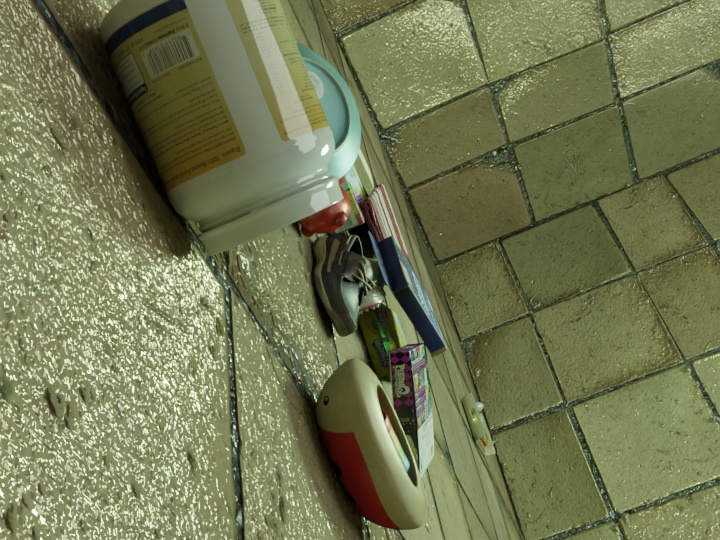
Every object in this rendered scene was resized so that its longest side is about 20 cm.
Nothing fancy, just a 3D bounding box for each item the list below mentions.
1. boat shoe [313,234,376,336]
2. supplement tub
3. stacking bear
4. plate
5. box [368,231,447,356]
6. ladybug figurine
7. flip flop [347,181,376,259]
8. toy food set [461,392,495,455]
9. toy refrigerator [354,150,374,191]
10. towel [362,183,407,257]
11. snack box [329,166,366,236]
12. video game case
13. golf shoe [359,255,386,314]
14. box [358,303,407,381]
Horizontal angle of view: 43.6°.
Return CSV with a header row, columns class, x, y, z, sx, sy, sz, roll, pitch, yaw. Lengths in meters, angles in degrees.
class,x,y,z,sx,sy,sz,roll,pitch,yaw
boat shoe,-0.020,0.008,1.225,0.201,0.073,0.075,-101,167,-52
supplement tub,-0.105,-0.127,0.721,0.144,0.143,0.202,-63,131,-80
stacking bear,-0.064,-0.149,1.239,0.113,0.120,0.203,12,64,-64
plate,-0.072,-0.209,1.164,0.198,0.025,0.203,14,67,-34
box,0.075,0.032,1.417,0.201,0.032,0.122,55,12,-41
ladybug figurine,0.009,0.190,0.943,0.136,0.071,0.202,-86,153,-74
flip flop,-0.005,-0.098,1.664,0.201,0.081,0.058,61,-5,-18
toy food set,0.375,0.479,2.797,0.200,0.060,0.145,56,14,-57
toy refrigerator,-0.047,-0.237,1.693,0.070,0.075,0.201,-102,167,-52
towel,0.044,-0.071,1.566,0.200,0.022,0.146,-59,131,-75
snack box,-0.049,-0.169,1.526,0.169,0.067,0.202,-55,122,-80
video game case,0.079,0.205,1.345,0.200,0.035,0.184,4,82,-80
golf shoe,0.000,0.000,1.404,0.200,0.075,0.092,-86,150,-75
box,0.043,0.120,1.473,0.200,0.048,0.119,46,25,-76
